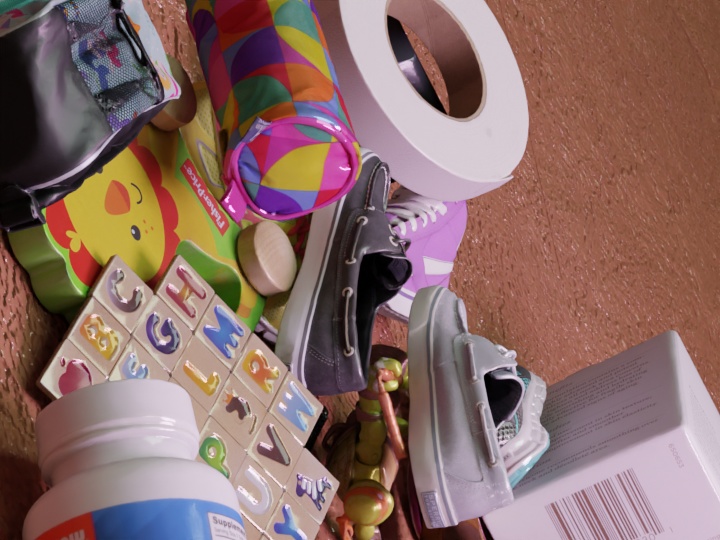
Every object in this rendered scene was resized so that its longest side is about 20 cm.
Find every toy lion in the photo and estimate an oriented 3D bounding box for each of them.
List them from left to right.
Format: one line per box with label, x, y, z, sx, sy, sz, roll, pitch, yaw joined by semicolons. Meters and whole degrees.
toy lion;-0.132;-0.023;1.351;0.200;0.068;0.192;58;30;-20

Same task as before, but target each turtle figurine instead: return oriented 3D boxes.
turtle figurine;0.006;0.129;1.492;0.161;0.064;0.201;-80;168;-64

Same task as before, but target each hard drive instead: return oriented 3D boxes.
hard drive;0.026;-0.153;1.774;0.135;0.042;0.200;61;3;-31

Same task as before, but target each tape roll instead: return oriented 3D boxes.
tape roll;0.043;-0.145;1.636;0.203;0.037;0.203;31;45;-37

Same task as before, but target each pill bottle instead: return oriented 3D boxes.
pill bottle;-0.107;0.161;1.141;0.112;0.112;0.201;30;40;-56

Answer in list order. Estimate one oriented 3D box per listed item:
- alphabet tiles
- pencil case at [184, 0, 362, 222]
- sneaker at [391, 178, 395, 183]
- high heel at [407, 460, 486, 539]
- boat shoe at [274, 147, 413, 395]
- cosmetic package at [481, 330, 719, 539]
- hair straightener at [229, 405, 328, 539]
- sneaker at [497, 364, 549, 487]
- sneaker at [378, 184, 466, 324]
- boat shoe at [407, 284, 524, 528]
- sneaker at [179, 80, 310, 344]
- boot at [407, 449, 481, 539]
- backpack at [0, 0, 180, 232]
alphabet tiles;-0.092;0.093;1.292;0.200;0.006;0.167;47;47;-22
pencil case;-0.058;-0.119;1.393;0.088;0.088;0.200;46;21;-40
sneaker;-0.027;-0.098;1.636;0.114;0.075;0.200;63;19;-1
high heel;0.096;0.195;1.595;0.067;0.096;0.201;29;42;-56
boat shoe;0.000;0.000;1.447;0.200;0.066;0.070;-71;158;-45
cosmetic package;0.201;0.177;1.730;0.167;0.167;0.200;61;14;-14
hair straightener;-0.059;0.105;1.403;0.077;0.041;0.200;64;21;-6
sneaker;0.084;0.092;1.683;0.091;0.078;0.200;43;7;-10
sneaker;0.018;-0.031;1.619;0.115;0.072;0.200;-68;159;-2
boat shoe;0.069;0.082;1.451;0.201;0.071;0.070;-89;168;-51
sneaker;-0.058;-0.038;1.486;0.200;0.090;0.078;60;21;-18
boot;0.071;0.163;1.484;0.188;0.068;0.201;99;-8;-59
backpack;-0.187;-0.094;1.134;0.200;0.177;0.151;-35;106;-72
